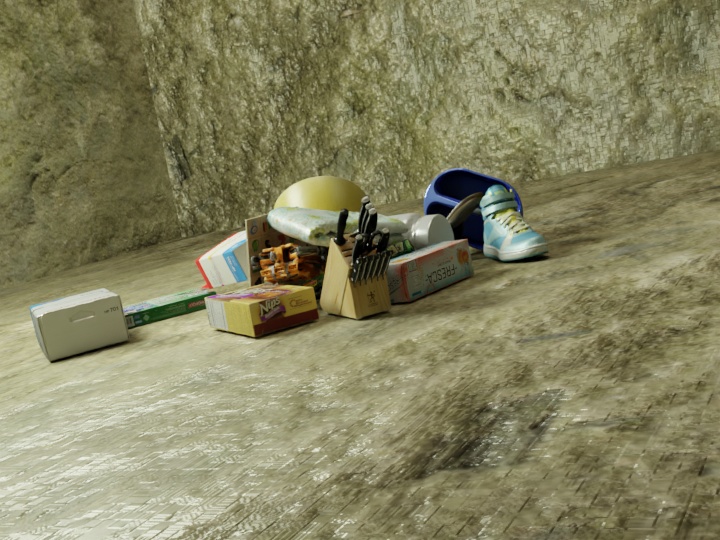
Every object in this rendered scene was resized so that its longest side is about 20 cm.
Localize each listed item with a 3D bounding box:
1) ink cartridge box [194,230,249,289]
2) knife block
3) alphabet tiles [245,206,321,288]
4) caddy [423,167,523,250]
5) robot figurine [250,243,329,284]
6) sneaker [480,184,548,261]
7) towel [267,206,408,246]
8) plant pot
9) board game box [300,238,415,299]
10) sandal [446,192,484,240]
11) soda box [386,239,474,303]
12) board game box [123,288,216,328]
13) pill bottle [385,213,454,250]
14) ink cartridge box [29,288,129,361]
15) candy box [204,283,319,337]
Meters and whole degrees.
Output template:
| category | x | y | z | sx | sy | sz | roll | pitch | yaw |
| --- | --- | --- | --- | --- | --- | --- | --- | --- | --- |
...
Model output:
| category | x | y | z | sx | sy | sz | roll | pitch | yaw |
| --- | --- | --- | --- | --- | --- | --- | --- | --- | --- |
| ink cartridge box | -0.246 | -0.026 | 1.957 | 0.116 | 0.068 | 0.199 | -37 | 15 | -34 |
| knife block | -0.013 | -0.021 | 1.520 | 0.063 | 0.179 | 0.199 | -13 | 7 | -22 |
| alphabet tiles | -0.131 | -0.027 | 1.787 | 0.007 | 0.170 | 0.199 | 9 | 19 | 38 |
| caddy | 0.223 | -0.121 | 1.954 | 0.197 | 0.144 | 0.105 | 17 | 7 | 7 |
| robot figurine | -0.099 | -0.010 | 1.715 | 0.143 | 0.059 | 0.199 | -12 | -8 | 27 |
| sneaker | 0.268 | -0.088 | 1.778 | 0.078 | 0.133 | 0.200 | -11 | 7 | -18 |
| towel | -0.039 | -0.076 | 1.701 | 0.197 | 0.049 | 0.170 | -1 | 10 | -30 |
| plant pot | -0.072 | -0.066 | 1.975 | 0.197 | 0.201 | 0.144 | -11 | 51 | 4 |
| board game box | 0.000 | 0.000 | 1.696 | 0.197 | 0.024 | 0.105 | -23 | -13 | 6 |
| sandal | 0.173 | -0.070 | 1.889 | 0.200 | 0.055 | 0.081 | -44 | -11 | 27 |
| soda box | 0.105 | 0.000 | 1.624 | 0.068 | 0.065 | 0.199 | -6 | 9 | 40 |
| board game box | -0.396 | 0.074 | 1.967 | 0.197 | 0.030 | 0.134 | -15 | 8 | -25 |
| pill bottle | 0.066 | -0.044 | 1.826 | 0.198 | 0.115 | 0.113 | -5 | 9 | 35 |
| ink cartridge box | -0.504 | 0.092 | 1.770 | 0.144 | 0.087 | 0.199 | -14 | 9 | -20 |
| candy box | -0.162 | 0.061 | 1.602 | 0.115 | 0.057 | 0.199 | -14 | 9 | -27 |
